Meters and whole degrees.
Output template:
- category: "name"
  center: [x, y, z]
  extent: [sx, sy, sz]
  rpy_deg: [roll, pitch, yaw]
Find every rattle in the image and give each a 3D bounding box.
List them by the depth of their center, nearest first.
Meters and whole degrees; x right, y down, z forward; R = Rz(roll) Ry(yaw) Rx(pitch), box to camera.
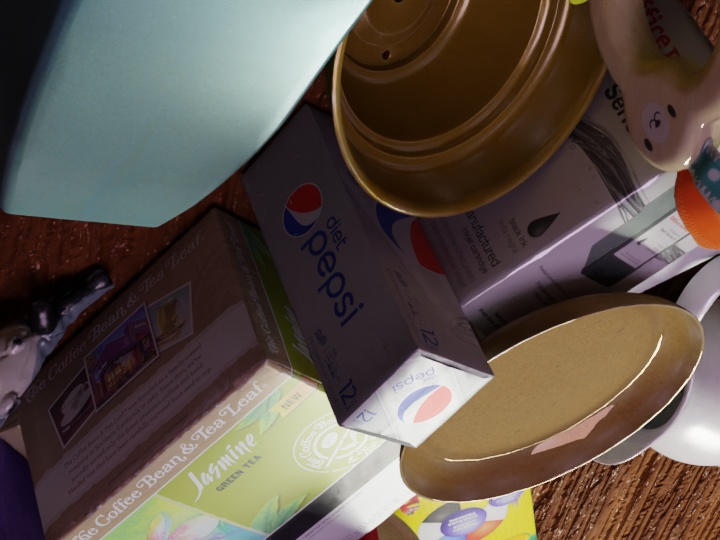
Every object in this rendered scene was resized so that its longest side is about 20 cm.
- category: "rattle"
  center: [0.133, -0.090, 0.841]
  extent: [0.143, 0.130, 0.200]
  rpy_deg: [-22, 116, -44]

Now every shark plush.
- category: "shark plush"
  center: [-0.239, 0.063, 1.036]
  extent: [0.091, 0.083, 0.200]
  rpy_deg: [36, 88, -3]

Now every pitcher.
- category: "pitcher"
  center: [0.248, 0.061, 1.206]
  extent: [0.200, 0.121, 0.172]
  rpy_deg: [6, 128, -53]

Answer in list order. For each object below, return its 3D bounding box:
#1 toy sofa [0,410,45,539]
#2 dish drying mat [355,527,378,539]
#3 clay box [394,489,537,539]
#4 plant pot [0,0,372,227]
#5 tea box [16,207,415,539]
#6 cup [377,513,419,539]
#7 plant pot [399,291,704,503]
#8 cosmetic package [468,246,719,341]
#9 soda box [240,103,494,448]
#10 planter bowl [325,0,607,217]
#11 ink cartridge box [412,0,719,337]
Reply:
- category: "toy sofa"
  center: [-0.200, 0.190, 1.085]
  extent: [0.097, 0.200, 0.083]
  rpy_deg: [-23, 141, 10]
- category: "dish drying mat"
  center: [-0.020, 0.177, 1.162]
  extent: [0.018, 0.200, 0.077]
  rpy_deg: [35, 116, -28]
- category: "clay box"
  center: [0.075, 0.183, 1.333]
  extent: [0.115, 0.048, 0.200]
  rpy_deg: [-19, 140, -4]
- category: "plant pot"
  center: [-0.112, -0.120, 0.828]
  extent: [0.141, 0.141, 0.200]
  rpy_deg: [5, 138, -31]
- category: "tea box"
  center: [-0.079, 0.098, 1.090]
  extent: [0.200, 0.134, 0.197]
  rpy_deg: [-42, 136, 21]
- category: "cup"
  center: [-0.018, 0.252, 1.250]
  extent: [0.200, 0.200, 0.143]
  rpy_deg: [-4, 134, -23]
- category: "plant pot"
  center: [0.111, 0.073, 1.017]
  extent: [0.200, 0.028, 0.200]
  rpy_deg: [-18, 148, -12]
- category: "cosmetic package"
  center: [0.150, -0.030, 1.108]
  extent: [0.200, 0.071, 0.101]
  rpy_deg: [-27, 141, 4]
- category: "soda box"
  center: [0.000, 0.000, 0.965]
  extent: [0.063, 0.200, 0.068]
  rpy_deg: [22, 122, -41]
- category: "planter bowl"
  center: [0.042, -0.136, 0.904]
  extent: [0.200, 0.083, 0.201]
  rpy_deg: [-23, 131, -29]
- category: "ink cartridge box"
  center: [0.130, -0.066, 1.000]
  extent: [0.200, 0.146, 0.084]
  rpy_deg: [-35, 139, 13]
